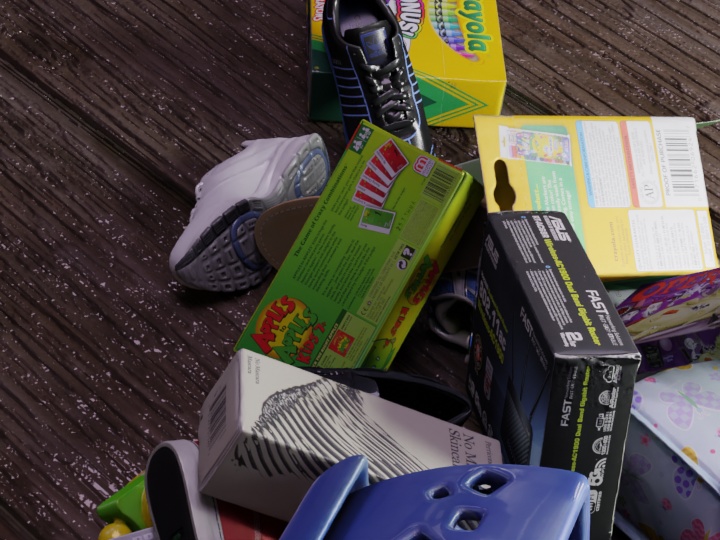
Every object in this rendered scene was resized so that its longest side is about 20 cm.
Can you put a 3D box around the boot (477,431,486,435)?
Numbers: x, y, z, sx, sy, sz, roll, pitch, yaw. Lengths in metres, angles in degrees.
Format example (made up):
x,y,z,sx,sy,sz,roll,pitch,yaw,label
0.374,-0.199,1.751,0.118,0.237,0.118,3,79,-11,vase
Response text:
x,y,z,sx,sy,sz,roll,pitch,yaw,label
0.126,0.173,1.610,0.199,0.070,0.175,-3,39,-7,boot

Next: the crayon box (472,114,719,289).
x,y,z,sx,sy,sz,roll,pitch,yaw,label
0.168,-0.051,1.740,0.199,0.052,0.127,-1,76,-28,crayon box

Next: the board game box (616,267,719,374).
x,y,z,sx,sy,sz,roll,pitch,yaw,label
0.246,0.031,1.637,0.199,0.032,0.120,-15,12,47,board game box

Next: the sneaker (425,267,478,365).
x,y,z,sx,sy,sz,roll,pitch,yaw,label
0.081,0.005,1.808,0.077,0.076,0.200,-15,38,-21,sneaker

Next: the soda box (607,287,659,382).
x,y,z,sx,sy,sz,roll,pitch,yaw,label
0.174,0.029,1.799,0.068,0.064,0.200,-8,41,-16,soda box

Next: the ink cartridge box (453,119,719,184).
x,y,z,sx,sy,sz,roll,pitch,yaw,label
0.185,-0.082,1.891,0.199,0.048,0.145,-5,-7,-39,ink cartridge box

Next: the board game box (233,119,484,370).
x,y,z,sx,sy,sz,roll,pitch,yaw,label
0.000,0.000,1.732,0.101,0.048,0.201,28,87,27,board game box

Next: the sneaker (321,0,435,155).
x,y,z,sx,sy,sz,roll,pitch,yaw,label
0.014,-0.156,1.945,0.070,0.078,0.201,-18,72,-11,sneaker

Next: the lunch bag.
x,y,z,sx,sy,sz,roll,pitch,yaw,label
0.286,0.148,1.615,0.169,0.128,0.200,-22,52,-32,lunch bag

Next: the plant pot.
x,y,z,sx,sy,sz,roll,pitch,yaw,label
0.029,0.239,1.420,0.179,0.201,0.200,11,39,18,plant pot

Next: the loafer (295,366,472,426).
x,y,z,sx,sy,sz,roll,pitch,yaw,label
-0.011,0.097,1.636,0.200,0.070,0.069,3,74,-34,loafer

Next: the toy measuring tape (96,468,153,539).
x,y,z,sx,sy,sz,roll,pitch,yaw,label
-0.109,0.154,1.612,0.073,0.074,0.200,27,40,26,toy measuring tape

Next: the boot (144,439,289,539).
x,y,z,sx,sy,sz,roll,pitch,yaw,label
-0.056,0.208,1.523,0.144,0.072,0.201,4,65,-35,boot

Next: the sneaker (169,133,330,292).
x,y,z,sx,sy,sz,roll,pitch,yaw,label
-0.101,-0.045,1.874,0.087,0.075,0.200,6,32,30,sneaker

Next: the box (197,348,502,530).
x,y,z,sx,sy,sz,roll,pitch,yaw,label
-0.005,0.128,1.516,0.199,0.069,0.082,20,38,-20,box

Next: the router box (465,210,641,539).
x,y,z,sx,sy,sz,roll,pitch,yaw,label
0.128,0.070,1.586,0.062,0.151,0.200,-1,29,-12,router box

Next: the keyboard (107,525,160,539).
x,y,z,sx,sy,sz,roll,pitch,yaw,label
-0.083,0.187,1.563,0.199,0.011,0.057,-12,79,-37,keyboard

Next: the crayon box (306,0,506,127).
x,y,z,sx,sy,sz,roll,pitch,yaw,label
0.038,-0.211,2.087,0.171,0.059,0.201,2,39,-4,crayon box

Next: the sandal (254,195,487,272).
x,y,z,sx,sy,sz,roll,pitch,yaw,label
0.026,-0.032,1.810,0.210,0.078,0.070,-3,17,25,sandal
